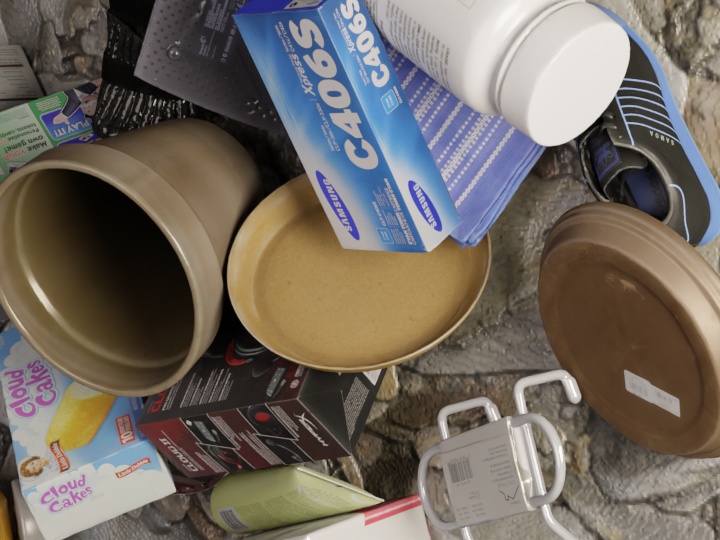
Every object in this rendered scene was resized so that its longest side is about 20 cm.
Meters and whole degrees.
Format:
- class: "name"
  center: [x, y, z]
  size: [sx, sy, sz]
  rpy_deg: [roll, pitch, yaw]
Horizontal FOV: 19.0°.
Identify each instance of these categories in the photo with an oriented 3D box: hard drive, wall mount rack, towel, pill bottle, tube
- class: "hard drive"
  center: [-0.061, -0.176, 1.639]
  size: [0.198, 0.042, 0.136]
  rpy_deg: [18, 113, -3]
- class: "wall mount rack"
  center: [0.123, 0.169, 1.557]
  size: [0.200, 0.074, 0.175]
  rpy_deg: [-26, 75, 60]
- class: "towel"
  center: [0.045, -0.129, 1.579]
  size: [0.200, 0.024, 0.145]
  rpy_deg: [39, 105, 11]
- class: "pill bottle"
  center: [0.082, -0.178, 1.472]
  size: [0.200, 0.113, 0.114]
  rpy_deg: [42, 121, 32]
- class: "tube"
  center: [-0.057, 0.176, 1.699]
  size: [0.200, 0.058, 0.052]
  rpy_deg: [-21, 92, 63]

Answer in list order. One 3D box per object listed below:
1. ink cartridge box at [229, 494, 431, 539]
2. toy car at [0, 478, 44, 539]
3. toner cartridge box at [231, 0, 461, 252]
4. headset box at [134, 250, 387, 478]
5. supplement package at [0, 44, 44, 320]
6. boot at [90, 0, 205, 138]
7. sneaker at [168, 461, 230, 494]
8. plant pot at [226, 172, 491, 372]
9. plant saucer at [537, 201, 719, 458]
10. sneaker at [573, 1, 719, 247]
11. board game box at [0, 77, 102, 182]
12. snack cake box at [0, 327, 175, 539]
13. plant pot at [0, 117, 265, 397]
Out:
- class: "ink cartridge box"
  center: [-0.058, 0.245, 1.690]
  size: [0.199, 0.145, 0.086]
  rpy_deg: [-17, 87, 40]
- class: "toy car"
  center: [-0.359, 0.280, 1.961]
  size: [0.150, 0.173, 0.202]
  rpy_deg: [-176, 79, -75]
- class: "toner cartridge box"
  center: [-0.009, -0.108, 1.531]
  size: [0.095, 0.043, 0.201]
  rpy_deg: [4, 128, 48]
- class: "headset box"
  center: [-0.075, 0.076, 1.677]
  size: [0.199, 0.149, 0.075]
  rpy_deg: [-12, 133, 41]
- class: "supplement package"
  center: [-0.353, -0.072, 1.892]
  size: [0.152, 0.150, 0.201]
  rpy_deg: [-38, 71, 37]
- class: "boot"
  center: [-0.133, -0.171, 1.740]
  size: [0.210, 0.079, 0.159]
  rpy_deg: [12, 101, 44]
- class: "sneaker"
  center: [-0.199, 0.165, 1.817]
  size: [0.199, 0.115, 0.076]
  rpy_deg: [-19, 84, 40]
- class: "plant pot"
  center: [0.000, 0.000, 1.604]
  size: [0.199, 0.200, 0.028]
  rpy_deg: [34, 153, 32]
- class: "plant saucer"
  center: [0.191, 0.047, 1.472]
  size: [0.200, 0.029, 0.201]
  rpy_deg: [37, 145, 31]
- class: "sneaker"
  center: [0.177, -0.101, 1.488]
  size: [0.070, 0.078, 0.201]
  rpy_deg: [-43, 69, 35]
- class: "board game box"
  center: [-0.265, -0.075, 1.789]
  size: [0.135, 0.199, 0.029]
  rpy_deg: [57, 149, 18]
- class: "snack cake box"
  center: [-0.231, 0.117, 1.781]
  size: [0.201, 0.114, 0.068]
  rpy_deg: [-113, 3, -50]
- class: "plant pot"
  center: [-0.166, -0.032, 1.680]
  size: [0.198, 0.174, 0.202]
  rpy_deg: [15, 125, 22]
